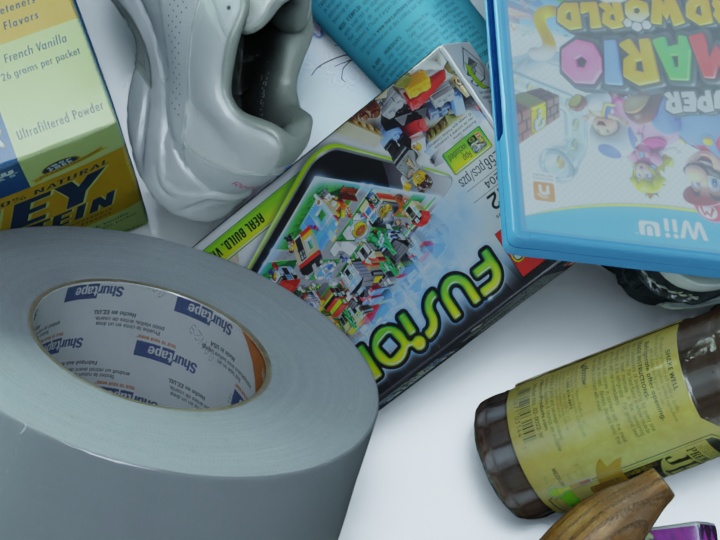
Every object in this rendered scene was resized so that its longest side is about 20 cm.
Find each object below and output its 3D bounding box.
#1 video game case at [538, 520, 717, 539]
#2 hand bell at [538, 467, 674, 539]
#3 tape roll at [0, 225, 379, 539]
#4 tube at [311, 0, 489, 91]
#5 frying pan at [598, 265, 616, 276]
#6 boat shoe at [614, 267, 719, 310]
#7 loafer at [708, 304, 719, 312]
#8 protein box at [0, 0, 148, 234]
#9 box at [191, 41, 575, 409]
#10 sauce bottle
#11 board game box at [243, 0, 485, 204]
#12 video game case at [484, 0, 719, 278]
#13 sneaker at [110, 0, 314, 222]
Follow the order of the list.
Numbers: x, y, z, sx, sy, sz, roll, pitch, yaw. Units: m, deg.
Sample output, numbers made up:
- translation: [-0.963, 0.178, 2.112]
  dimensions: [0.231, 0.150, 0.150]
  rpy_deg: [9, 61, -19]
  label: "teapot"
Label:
- translation: [0.078, 0.219, 1.224]
  dimensions: [0.180, 0.036, 0.201]
  rpy_deg: [-8, 79, 21]
  label: "video game case"
- translation: [0.054, 0.155, 1.190]
  dimensions: [0.200, 0.104, 0.104]
  rpy_deg: [-38, 82, 0]
  label: "hand bell"
- translation: [-0.095, 0.058, 1.165]
  dimensions: [0.199, 0.200, 0.066]
  rpy_deg: [19, 116, 3]
  label: "tape roll"
- translation: [0.017, -0.117, 1.270]
  dimensions: [0.077, 0.050, 0.200]
  rpy_deg: [-40, 81, 4]
  label: "tube"
- translation: [0.176, -0.053, 1.308]
  dimensions: [0.189, 0.031, 0.116]
  rpy_deg: [-5, 89, -13]
  label: "frying pan"
- translation: [0.203, -0.037, 1.269]
  dimensions: [0.199, 0.060, 0.076]
  rpy_deg: [-16, 80, -23]
  label: "boat shoe"
- translation: [0.244, 0.041, 1.248]
  dimensions: [0.199, 0.072, 0.073]
  rpy_deg: [11, 65, 24]
  label: "loafer"
- translation: [-0.194, -0.108, 1.230]
  dimensions: [0.134, 0.200, 0.199]
  rpy_deg: [-20, 80, -4]
  label: "protein box"
- translation: [0.000, 0.000, 1.249]
  dimensions: [0.200, 0.035, 0.110]
  rpy_deg: [-39, 80, 23]
  label: "box"
- translation: [0.148, 0.053, 1.231]
  dimensions: [0.199, 0.065, 0.065]
  rpy_deg: [-22, 79, 26]
  label: "sauce bottle"
- translation: [-0.001, -0.154, 1.321]
  dimensions: [0.198, 0.043, 0.201]
  rpy_deg: [-23, 81, -5]
  label: "board game box"
- translation: [0.125, -0.091, 1.223]
  dimensions: [0.142, 0.018, 0.201]
  rpy_deg: [6, 60, -16]
  label: "video game case"
- translation: [-0.063, -0.129, 1.238]
  dimensions: [0.078, 0.099, 0.201]
  rpy_deg: [-13, 85, -48]
  label: "sneaker"
